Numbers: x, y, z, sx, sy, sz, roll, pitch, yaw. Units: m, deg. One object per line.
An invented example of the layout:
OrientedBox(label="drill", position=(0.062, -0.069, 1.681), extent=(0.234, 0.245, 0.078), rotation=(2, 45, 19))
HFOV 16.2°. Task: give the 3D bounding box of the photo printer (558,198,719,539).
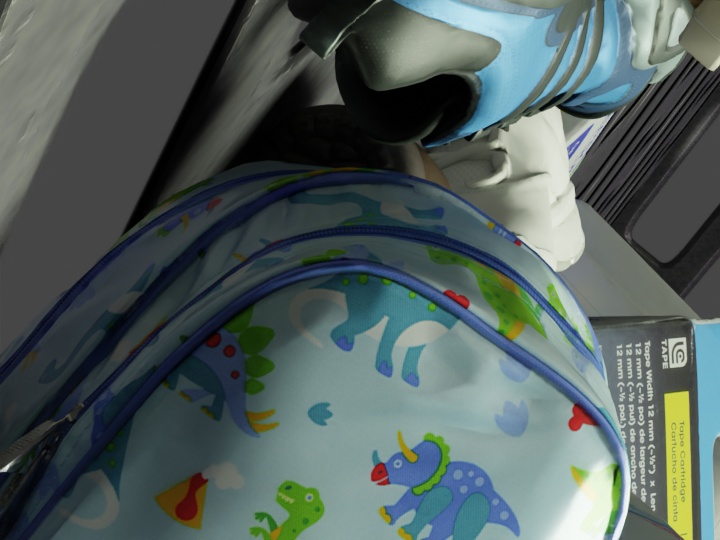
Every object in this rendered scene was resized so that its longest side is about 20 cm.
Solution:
OrientedBox(label="photo printer", position=(0.106, 0.090, 1.126), extent=(0.069, 0.200, 0.167), rotation=(15, 116, -50))

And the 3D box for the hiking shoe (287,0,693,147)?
OrientedBox(label="hiking shoe", position=(0.027, -0.068, 0.606), extent=(0.087, 0.074, 0.200), rotation=(-43, 165, 1))

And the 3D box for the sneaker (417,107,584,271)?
OrientedBox(label="sneaker", position=(0.032, -0.027, 0.841), extent=(0.200, 0.074, 0.087), rotation=(-65, 151, -73))

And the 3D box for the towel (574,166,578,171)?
OrientedBox(label="towel", position=(0.091, -0.023, 1.602), extent=(0.153, 0.023, 0.200), rotation=(-52, 174, 8))

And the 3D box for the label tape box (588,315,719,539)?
OrientedBox(label="label tape box", position=(0.065, 0.091, 0.934), extent=(0.066, 0.144, 0.200), rotation=(0, -178, 42))

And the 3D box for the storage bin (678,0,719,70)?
OrientedBox(label="storage bin", position=(0.104, -0.165, 0.398), extent=(0.199, 0.094, 0.200), rotation=(-49, 174, -18))

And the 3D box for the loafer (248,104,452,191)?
OrientedBox(label="loafer", position=(-0.010, 0.055, 0.705), extent=(0.071, 0.073, 0.200), rotation=(3, 109, -57))

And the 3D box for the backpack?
OrientedBox(label="backpack", position=(-0.027, 0.070, 0.576), extent=(0.200, 0.163, 0.154), rotation=(-55, -170, -17))

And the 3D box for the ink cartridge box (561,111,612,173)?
OrientedBox(label="ink cartridge box", position=(0.029, 0.003, 1.179), extent=(0.198, 0.047, 0.200), rotation=(-55, 175, 27))

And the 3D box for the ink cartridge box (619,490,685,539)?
OrientedBox(label="ink cartridge box", position=(0.034, 0.128, 0.704), extent=(0.146, 0.083, 0.200), rotation=(-65, -164, 6))
